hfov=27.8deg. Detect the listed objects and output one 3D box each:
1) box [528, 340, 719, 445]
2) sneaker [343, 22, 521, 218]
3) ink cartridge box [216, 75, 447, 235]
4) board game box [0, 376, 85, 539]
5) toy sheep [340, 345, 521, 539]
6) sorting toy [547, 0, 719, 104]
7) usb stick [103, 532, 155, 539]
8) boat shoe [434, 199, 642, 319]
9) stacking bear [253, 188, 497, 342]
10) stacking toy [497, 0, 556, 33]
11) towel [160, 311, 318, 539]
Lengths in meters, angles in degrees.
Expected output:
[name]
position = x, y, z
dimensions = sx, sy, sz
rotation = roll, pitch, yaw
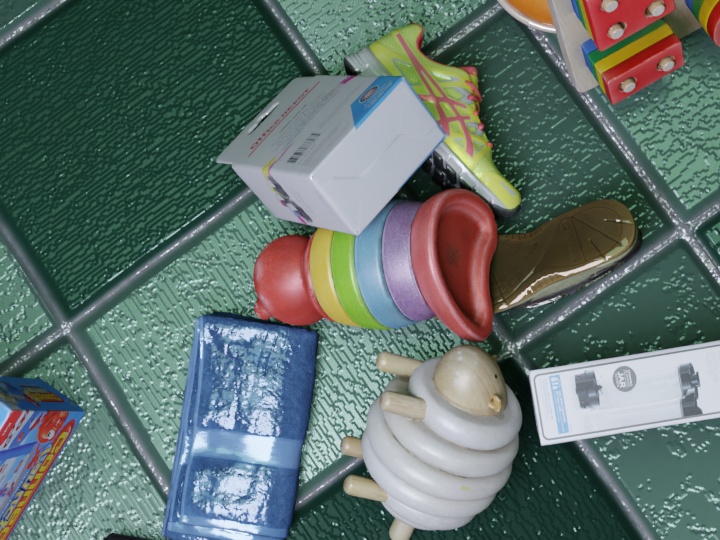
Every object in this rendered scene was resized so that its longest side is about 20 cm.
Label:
[box]
position = 0.239, 0.097, 1.185
dimensions = 0.198, 0.117, 0.061
rotation = -10, 83, 5
[sneaker]
position = 0.078, -0.133, 1.250
dimensions = 0.090, 0.078, 0.200
rotation = -40, 85, -8
[ink cartridge box]
position = -0.030, -0.101, 1.218
dimensions = 0.115, 0.200, 0.068
rotation = -47, 115, -14
[board game box]
position = -0.327, 0.185, 1.201
dimensions = 0.056, 0.196, 0.201
rotation = 31, 89, 8
[toy sheep]
position = 0.060, 0.143, 1.185
dimensions = 0.137, 0.138, 0.201
rotation = 29, 124, 9
[sorting toy]
position = 0.255, -0.232, 1.169
dimensions = 0.198, 0.200, 0.070
rotation = -29, 58, 3
[usb stick]
position = -0.128, 0.261, 1.244
dimensions = 0.198, 0.056, 0.033
rotation = 8, 42, 7
[boat shoe]
position = 0.145, 0.003, 1.230
dimensions = 0.199, 0.065, 0.074
rotation = -17, 63, 23
[stacking bear]
position = 0.000, 0.000, 1.214
dimensions = 0.199, 0.114, 0.123
rotation = -9, 65, 32
[stacking toy]
position = 0.171, -0.292, 1.189
dimensions = 0.145, 0.200, 0.148
rotation = -1, 79, 6
[towel]
position = -0.102, 0.139, 1.254
dimensions = 0.111, 0.049, 0.202
rotation = 9, 85, 7
